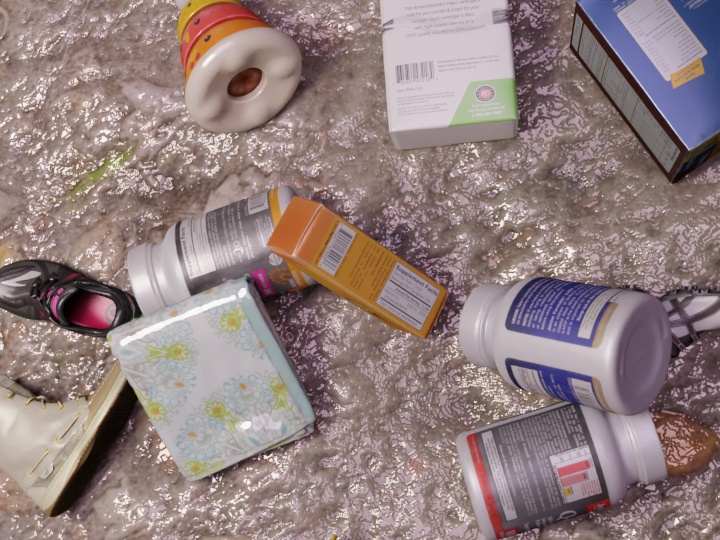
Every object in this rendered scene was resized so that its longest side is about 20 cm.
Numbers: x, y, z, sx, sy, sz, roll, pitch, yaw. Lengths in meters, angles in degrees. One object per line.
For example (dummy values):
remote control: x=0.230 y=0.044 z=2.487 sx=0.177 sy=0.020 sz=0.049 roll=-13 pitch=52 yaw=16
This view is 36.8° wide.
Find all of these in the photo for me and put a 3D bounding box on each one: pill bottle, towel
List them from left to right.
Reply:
towel: x=-0.157 y=0.121 z=1.181 sx=0.169 sy=0.048 sz=0.202 roll=-23 pitch=112 yaw=4
pill bottle: x=-0.151 y=-0.011 z=1.211 sx=0.197 sy=0.116 sz=0.118 roll=-19 pitch=79 yaw=5
pill bottle: x=0.204 y=0.070 z=1.110 sx=0.198 sy=0.119 sz=0.121 roll=11 pitch=81 yaw=44
pill bottle: x=0.207 y=0.198 z=1.125 sx=0.197 sy=0.116 sz=0.117 roll=-18 pitch=79 yaw=6

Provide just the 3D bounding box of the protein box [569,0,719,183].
protein box: x=0.363 y=-0.243 z=1.161 sx=0.197 sy=0.135 sz=0.201 roll=-34 pitch=78 yaw=2

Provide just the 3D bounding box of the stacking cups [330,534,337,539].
stacking cups: x=0.043 y=0.358 z=1.158 sx=0.198 sy=0.061 sz=0.061 roll=28 pitch=86 yaw=8

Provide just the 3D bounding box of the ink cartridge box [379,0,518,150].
ink cartridge box: x=0.099 y=-0.250 z=1.228 sx=0.143 sy=0.084 sz=0.203 roll=-5 pitch=81 yaw=7

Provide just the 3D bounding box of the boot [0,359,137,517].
boot: x=-0.351 y=0.156 z=1.240 sx=0.154 sy=0.072 sz=0.202 roll=31 pitch=87 yaw=14

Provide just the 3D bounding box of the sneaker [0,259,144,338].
sneaker: x=-0.342 y=0.029 z=1.249 sx=0.197 sy=0.084 sz=0.078 roll=12 pitch=82 yaw=10

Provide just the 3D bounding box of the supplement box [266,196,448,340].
supplement box: x=0.000 y=0.000 z=1.155 sx=0.199 sy=0.066 sz=0.069 roll=36 pitch=81 yaw=-33

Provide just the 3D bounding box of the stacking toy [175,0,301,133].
stacking toy: x=-0.170 y=-0.273 z=1.268 sx=0.145 sy=0.146 sz=0.201 roll=-35 pitch=60 yaw=2

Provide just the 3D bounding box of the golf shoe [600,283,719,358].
golf shoe: x=0.334 y=0.062 z=1.154 sx=0.197 sy=0.078 sz=0.096 roll=-1 pitch=85 yaw=19
